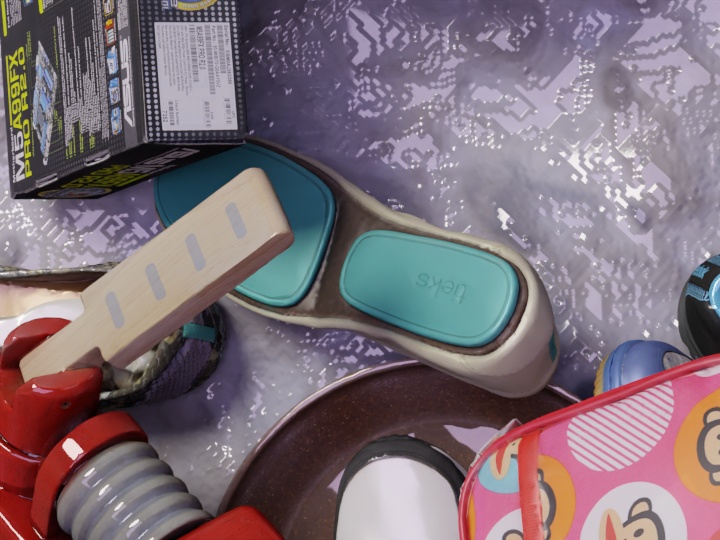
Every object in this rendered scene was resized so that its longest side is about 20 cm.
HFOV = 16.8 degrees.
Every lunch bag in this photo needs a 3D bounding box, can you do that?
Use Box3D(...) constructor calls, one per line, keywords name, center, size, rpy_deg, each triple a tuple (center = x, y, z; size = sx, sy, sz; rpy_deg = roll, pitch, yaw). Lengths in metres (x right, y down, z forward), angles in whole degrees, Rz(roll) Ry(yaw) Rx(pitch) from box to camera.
Box3D(name="lunch bag", center=(0.107, 0.141, 0.860), size=(0.176, 0.082, 0.200), rpy_deg=(-22, 61, 32))

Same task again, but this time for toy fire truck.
Box3D(name="toy fire truck", center=(-0.074, 0.079, 0.907), size=(0.129, 0.200, 0.176), rpy_deg=(-26, 58, -32))

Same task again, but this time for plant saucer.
Box3D(name="plant saucer", center=(0.036, 0.135, 0.994), size=(0.200, 0.037, 0.201), rpy_deg=(-1, 86, 10))

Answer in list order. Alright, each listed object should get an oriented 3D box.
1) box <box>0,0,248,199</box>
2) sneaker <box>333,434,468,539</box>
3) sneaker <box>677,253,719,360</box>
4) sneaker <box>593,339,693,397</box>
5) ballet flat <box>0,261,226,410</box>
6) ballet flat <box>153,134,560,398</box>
Box3D(name="box", center=(-0.103, -0.137, 0.975), size=(0.044, 0.160, 0.201), rpy_deg=(-2, 84, -26))
Box3D(name="sneaker", center=(0.027, 0.162, 0.937), size=(0.074, 0.080, 0.201), rpy_deg=(-10, 83, 11))
Box3D(name="sneaker", center=(0.211, 0.058, 0.945), size=(0.200, 0.082, 0.073), rpy_deg=(29, 89, 9))
Box3D(name="sneaker", center=(0.174, 0.099, 0.939), size=(0.200, 0.075, 0.088), rpy_deg=(53, 131, 0))
Box3D(name="ballet flat", center=(-0.159, 0.027, 1.018), size=(0.200, 0.072, 0.072), rpy_deg=(-4, 86, 10))
Box3D(name="ballet flat", center=(0.000, 0.000, 0.988), size=(0.200, 0.069, 0.070), rpy_deg=(26, 91, 35))
